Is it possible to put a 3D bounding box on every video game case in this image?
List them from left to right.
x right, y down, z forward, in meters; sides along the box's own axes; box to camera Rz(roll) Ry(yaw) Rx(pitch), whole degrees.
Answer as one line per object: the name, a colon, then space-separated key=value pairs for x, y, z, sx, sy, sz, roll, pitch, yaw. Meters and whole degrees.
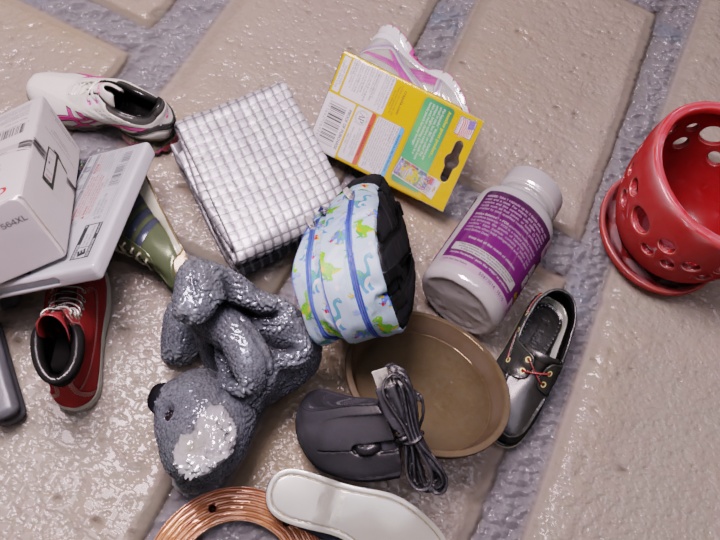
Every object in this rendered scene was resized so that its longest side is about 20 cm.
video game case: x=-0.331 y=-0.055 z=0.835 sx=0.177 sy=0.024 sz=0.203 roll=-10 pitch=45 yaw=16

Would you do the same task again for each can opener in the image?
can opener: x=-0.393 y=0.064 z=0.832 sx=0.066 sy=0.054 sz=0.203 roll=-20 pitch=72 yaw=-16

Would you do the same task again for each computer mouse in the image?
computer mouse: x=-0.010 y=0.169 z=0.776 sx=0.052 sy=0.198 sz=0.141 roll=-30 pitch=103 yaw=-40

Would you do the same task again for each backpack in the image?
backpack: x=0.000 y=0.000 z=0.823 sx=0.150 sy=0.200 sz=0.167 roll=-14 pitch=111 yaw=-5

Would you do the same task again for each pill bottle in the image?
pill bottle: x=0.169 y=-0.031 z=0.934 sx=0.111 sy=0.113 sz=0.201 roll=35 pitch=66 yaw=7

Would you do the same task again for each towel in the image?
towel: x=-0.126 y=-0.112 z=0.938 sx=0.163 sy=0.086 sz=0.203 roll=-25 pitch=75 yaw=-17

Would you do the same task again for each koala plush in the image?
koala plush: x=-0.144 y=0.129 z=0.786 sx=0.180 sy=0.178 sz=0.204 roll=24 pitch=60 yaw=-10

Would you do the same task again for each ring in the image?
ring: x=-0.128 y=0.328 z=0.781 sx=0.195 sy=0.019 sz=0.205 roll=3 pitch=66 yaw=-7

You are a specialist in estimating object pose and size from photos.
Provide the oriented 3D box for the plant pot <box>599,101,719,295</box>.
plant pot: x=0.416 y=-0.076 z=0.956 sx=0.195 sy=0.183 sz=0.205 roll=3 pitch=65 yaw=-7

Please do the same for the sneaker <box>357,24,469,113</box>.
sneaker: x=0.066 y=-0.237 z=1.031 sx=0.088 sy=0.082 sz=0.200 roll=-39 pitch=71 yaw=-18

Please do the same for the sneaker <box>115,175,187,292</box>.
sneaker: x=-0.268 y=-0.040 z=0.893 sx=0.088 sy=0.068 sz=0.202 roll=-25 pitch=67 yaw=-17

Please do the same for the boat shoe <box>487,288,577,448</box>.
boat shoe: x=0.202 y=0.112 z=0.907 sx=0.072 sy=0.063 sz=0.204 roll=27 pitch=67 yaw=1

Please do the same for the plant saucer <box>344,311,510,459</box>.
plant saucer: x=0.074 y=0.129 z=0.860 sx=0.195 sy=0.030 sz=0.203 roll=11 pitch=42 yaw=-10

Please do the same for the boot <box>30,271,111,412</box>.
boot: x=-0.311 y=0.034 z=0.809 sx=0.070 sy=0.145 sz=0.205 roll=-5 pitch=67 yaw=-11

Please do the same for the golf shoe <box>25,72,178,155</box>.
golf shoe: x=-0.322 y=-0.215 z=0.944 sx=0.195 sy=0.092 sz=0.074 roll=15 pitch=66 yaw=-1

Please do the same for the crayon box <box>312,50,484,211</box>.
crayon box: x=0.045 y=-0.178 z=0.975 sx=0.197 sy=0.052 sz=0.128 roll=27 pitch=105 yaw=3

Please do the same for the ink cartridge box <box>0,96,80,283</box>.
ink cartridge box: x=-0.385 y=-0.077 z=0.802 sx=0.143 sy=0.085 sz=0.202 roll=-22 pitch=42 yaw=4

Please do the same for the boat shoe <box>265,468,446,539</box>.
boat shoe: x=-0.006 y=0.261 z=0.788 sx=0.195 sy=0.062 sz=0.077 roll=16 pitch=75 yaw=0
